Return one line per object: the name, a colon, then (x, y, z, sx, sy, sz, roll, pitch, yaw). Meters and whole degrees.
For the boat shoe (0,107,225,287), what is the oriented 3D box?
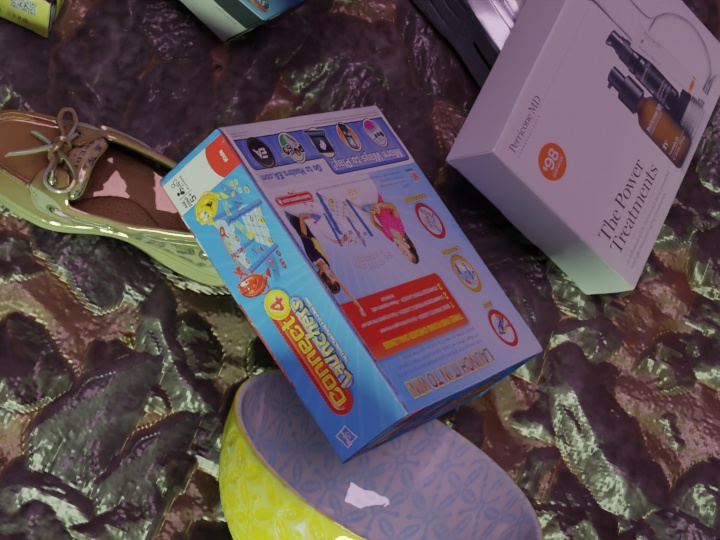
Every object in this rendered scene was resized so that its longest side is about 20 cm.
boat shoe: (-0.151, -0.055, 1.168, 0.200, 0.063, 0.073, 20, 67, -6)

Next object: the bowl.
bowl: (-0.004, 0.156, 1.093, 0.200, 0.200, 0.108, 25, 109, -5)

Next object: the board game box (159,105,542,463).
board game box: (0.000, 0.000, 1.132, 0.196, 0.056, 0.200, 57, 28, 9)

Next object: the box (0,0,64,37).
box: (-0.199, -0.257, 1.238, 0.075, 0.050, 0.200, 24, 66, -5)

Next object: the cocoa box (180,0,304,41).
cocoa box: (-0.093, -0.270, 1.190, 0.200, 0.131, 0.133, 42, 60, -21)

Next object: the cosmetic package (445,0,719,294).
cosmetic package: (0.157, -0.108, 1.245, 0.151, 0.052, 0.200, 40, 63, -27)

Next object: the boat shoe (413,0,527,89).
boat shoe: (0.082, -0.195, 1.285, 0.067, 0.074, 0.200, -31, 93, -27)
